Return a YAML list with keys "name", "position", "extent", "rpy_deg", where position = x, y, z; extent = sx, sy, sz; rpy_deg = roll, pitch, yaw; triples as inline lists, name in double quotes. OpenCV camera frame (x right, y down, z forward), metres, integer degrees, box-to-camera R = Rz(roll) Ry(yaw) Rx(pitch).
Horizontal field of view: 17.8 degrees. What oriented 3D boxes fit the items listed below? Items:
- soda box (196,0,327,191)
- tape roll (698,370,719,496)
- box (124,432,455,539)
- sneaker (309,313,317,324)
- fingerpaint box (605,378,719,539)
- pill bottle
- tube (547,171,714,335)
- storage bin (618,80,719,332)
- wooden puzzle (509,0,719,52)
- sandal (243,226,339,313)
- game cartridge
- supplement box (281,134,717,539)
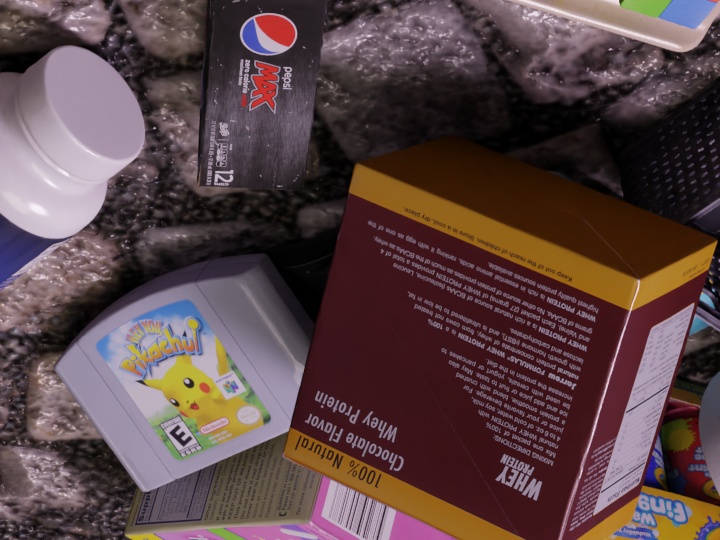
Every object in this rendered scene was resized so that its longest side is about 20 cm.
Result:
- name: "soda box"
  position: [-0.058, -0.137, 1.374]
  extent: [0.070, 0.064, 0.201]
  rpy_deg: [2, 140, -6]
- name: "tape roll"
  position: [0.353, 0.112, 1.583]
  extent: [0.202, 0.204, 0.139]
  rpy_deg: [22, 134, -26]
- name: "box"
  position: [-0.036, 0.178, 1.670]
  extent: [0.199, 0.097, 0.176]
  rpy_deg: [-8, 147, 44]
- name: "sneaker"
  position: [0.037, 0.063, 1.618]
  extent: [0.199, 0.075, 0.106]
  rpy_deg: [-15, 143, 29]
- name: "fingerpaint box"
  position: [0.189, 0.151, 1.648]
  extent: [0.199, 0.168, 0.073]
  rpy_deg: [16, 137, -19]
- name: "pill bottle"
  position: [-0.228, -0.053, 1.428]
  extent: [0.111, 0.112, 0.200]
  rpy_deg: [31, 129, -33]
- name: "tube"
  position: [0.186, -0.005, 1.561]
  extent: [0.077, 0.051, 0.199]
  rpy_deg: [-27, 140, 37]
- name: "storage bin"
  position: [0.276, -0.057, 1.463]
  extent: [0.135, 0.094, 0.200]
  rpy_deg: [29, 131, -32]
- name: "wooden puzzle"
  position: [0.163, -0.210, 1.312]
  extent: [0.184, 0.047, 0.200]
  rpy_deg: [14, 137, -19]
- name: "sandal"
  position: [0.000, 0.001, 1.555]
  extent: [0.199, 0.043, 0.076]
  rpy_deg: [-22, 136, 21]
- name: "game cartridge"
  position: [-0.117, 0.068, 1.589]
  extent: [0.199, 0.040, 0.134]
  rpy_deg: [-26, 102, 34]
- name: "supplement box"
  position: [0.085, 0.049, 1.426]
  extent: [0.196, 0.133, 0.201]
  rpy_deg: [23, 111, 24]
